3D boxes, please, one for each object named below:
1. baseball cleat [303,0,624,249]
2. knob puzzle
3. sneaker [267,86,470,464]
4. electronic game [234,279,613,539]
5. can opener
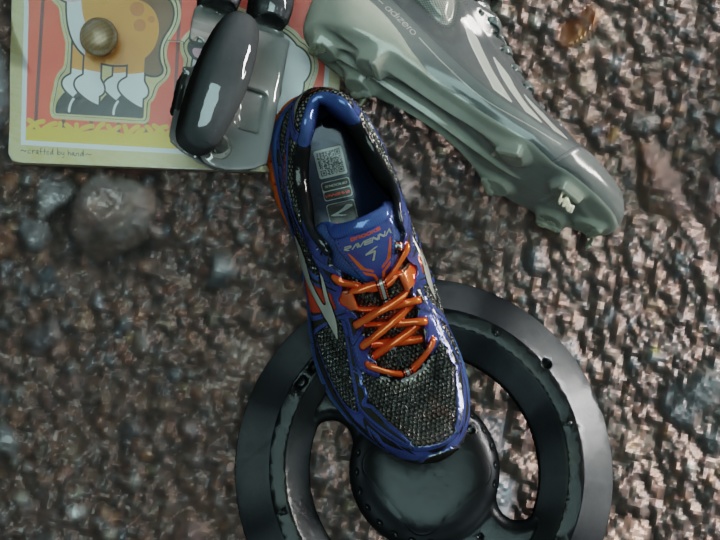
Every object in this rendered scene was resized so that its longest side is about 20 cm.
[{"bbox_3d":[0.069,-0.104,0.782,0.199,0.070,0.107,34,68,-11],"label":"baseball cleat"},{"bbox_3d":[-0.096,-0.155,0.793,0.216,0.030,0.223,0,85,-4],"label":"knob puzzle"},{"bbox_3d":[0.000,0.000,0.735,0.075,0.078,0.202,-22,81,-6],"label":"sneaker"},{"bbox_3d":[0.033,0.104,0.776,0.197,0.042,0.203,1,77,-3],"label":"electronic game"},{"bbox_3d":[-0.053,-0.145,0.753,0.052,0.066,0.203,15,71,-18],"label":"can opener"}]
